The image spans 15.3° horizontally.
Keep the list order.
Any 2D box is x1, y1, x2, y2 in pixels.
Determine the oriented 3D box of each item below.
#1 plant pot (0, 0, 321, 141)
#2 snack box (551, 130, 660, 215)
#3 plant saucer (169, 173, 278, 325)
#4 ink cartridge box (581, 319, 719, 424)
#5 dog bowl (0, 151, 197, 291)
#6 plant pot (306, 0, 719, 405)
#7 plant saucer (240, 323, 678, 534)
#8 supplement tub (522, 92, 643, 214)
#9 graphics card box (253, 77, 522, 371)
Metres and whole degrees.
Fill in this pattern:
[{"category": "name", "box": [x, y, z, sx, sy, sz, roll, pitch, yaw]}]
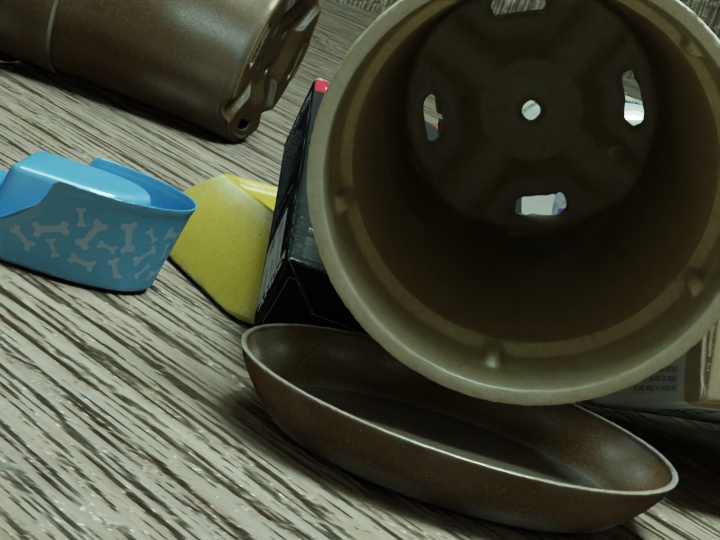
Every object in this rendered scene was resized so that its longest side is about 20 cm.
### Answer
[{"category": "plant pot", "box": [-0.144, -0.205, 1.993, 0.198, 0.200, 0.200, 27, 11, 11]}, {"category": "snack box", "box": [0.226, -0.023, 1.387, 0.200, 0.068, 0.169, 14, -8, -30]}, {"category": "plant saucer", "box": [0.000, 0.000, 1.464, 0.200, 0.049, 0.200, 14, 11, -24]}, {"category": "ink cartridge box", "box": [0.216, 0.044, 1.343, 0.165, 0.075, 0.200, 9, -4, -11]}, {"category": "dog bowl", "box": [-0.184, -0.040, 1.349, 0.200, 0.050, 0.111, 17, 9, 2]}, {"category": "plant pot", "box": [0.080, -0.059, 1.248, 0.200, 0.201, 0.184, 17, 14, -2]}, {"category": "plant saucer", "box": [0.039, 0.072, 1.170, 0.200, 0.032, 0.200, 17, 9, -3]}, {"category": "supplement tub", "box": [0.134, -0.048, 1.691, 0.145, 0.145, 0.200, 15, 10, -15]}, {"category": "graphics card box", "box": [0.018, -0.014, 1.352, 0.125, 0.051, 0.200, 22, 28, -10]}]
